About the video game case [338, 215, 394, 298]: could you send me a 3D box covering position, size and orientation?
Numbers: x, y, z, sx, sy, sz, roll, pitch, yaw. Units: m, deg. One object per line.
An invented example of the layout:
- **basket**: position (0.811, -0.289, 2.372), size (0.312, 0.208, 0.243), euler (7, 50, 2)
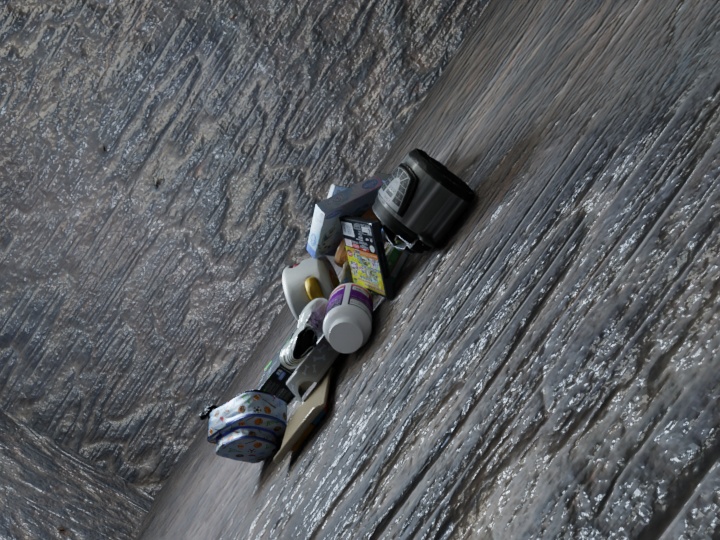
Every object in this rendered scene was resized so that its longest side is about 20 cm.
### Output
- **video game case**: position (0.013, -0.038, 1.451), size (0.025, 0.182, 0.200), euler (-18, 15, -20)

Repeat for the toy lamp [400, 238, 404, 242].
- **toy lamp**: position (0.133, -0.130, 1.585), size (0.058, 0.058, 0.200), euler (-51, 10, 27)

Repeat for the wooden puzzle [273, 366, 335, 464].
- **wooden puzzle**: position (-0.121, 0.334, 1.385), size (0.185, 0.037, 0.200), euler (-53, 5, 17)

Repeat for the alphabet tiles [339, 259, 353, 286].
- **alphabet tiles**: position (0.000, 0.000, 1.642), size (0.195, 0.015, 0.201), euler (-33, -37, -53)

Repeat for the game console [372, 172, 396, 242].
- **game console**: position (0.068, -0.191, 1.748), size (0.172, 0.118, 0.201), euler (13, -88, -87)

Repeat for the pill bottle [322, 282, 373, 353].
- **pill bottle**: position (-0.028, 0.113, 1.401), size (0.113, 0.112, 0.200), euler (-53, 10, 19)

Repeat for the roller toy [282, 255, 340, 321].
- **roller toy**: position (-0.123, 0.053, 1.665), size (0.139, 0.200, 0.183), euler (-21, 48, 8)

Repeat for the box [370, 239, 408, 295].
- **box**: position (0.054, 0.002, 1.573), size (0.118, 0.048, 0.200), euler (-61, 12, -20)

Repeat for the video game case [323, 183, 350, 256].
- **video game case**: position (-0.039, -0.133, 1.704), size (0.023, 0.182, 0.201), euler (33, 109, 45)

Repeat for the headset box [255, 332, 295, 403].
- **headset box**: position (-0.231, 0.312, 1.826), size (0.174, 0.093, 0.200), euler (-51, 10, 25)

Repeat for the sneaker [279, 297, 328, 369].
- **sneaker**: position (-0.111, 0.141, 1.432), size (0.115, 0.076, 0.201), euler (-35, 23, 58)

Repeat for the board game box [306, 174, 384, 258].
- **board game box**: position (-0.042, -0.141, 1.587), size (0.199, 0.043, 0.199), euler (-30, -21, -28)

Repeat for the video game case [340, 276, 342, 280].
- **video game case**: position (-0.004, -0.012, 1.941), size (0.200, 0.036, 0.182), euler (-43, 16, 54)

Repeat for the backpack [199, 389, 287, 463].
- **backpack**: position (-0.280, 0.395, 1.536), size (0.190, 0.199, 0.155), euler (-43, 45, 25)

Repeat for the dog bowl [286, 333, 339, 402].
- **dog bowl**: position (-0.111, 0.231, 1.500), size (0.200, 0.059, 0.200), euler (-52, 1, 1)

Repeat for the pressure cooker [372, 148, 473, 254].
- **pressure cooker**: position (0.125, -0.137, 1.298), size (0.200, 0.178, 0.176), euler (-52, -3, 19)

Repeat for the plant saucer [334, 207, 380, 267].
- **plant saucer**: position (0.005, -0.088, 1.638), size (0.200, 0.032, 0.200), euler (-49, -13, -15)
